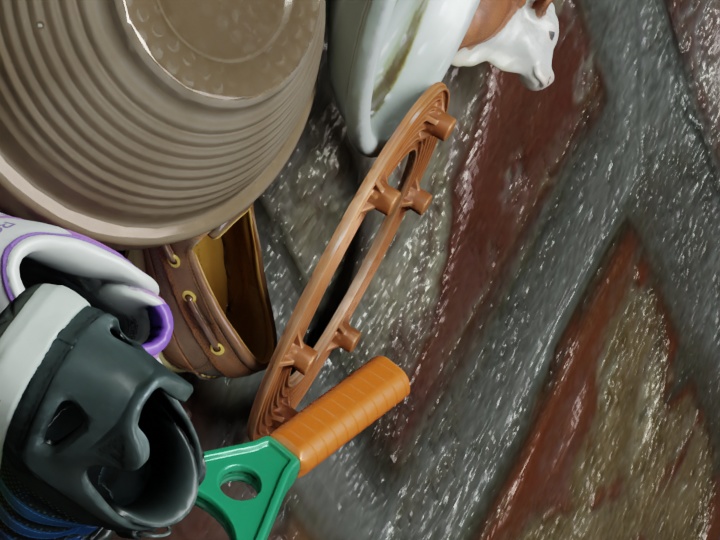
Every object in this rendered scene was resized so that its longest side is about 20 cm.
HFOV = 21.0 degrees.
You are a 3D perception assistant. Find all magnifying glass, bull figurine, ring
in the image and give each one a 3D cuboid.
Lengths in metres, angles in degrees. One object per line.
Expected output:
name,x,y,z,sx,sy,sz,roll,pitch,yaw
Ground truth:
magnifying glass,-0.049,0.095,0.871,0.199,0.079,0.023,-35,151,-37
bull figurine,0.040,-0.159,1.030,0.122,0.065,0.201,-51,133,-27
ring,0.000,0.000,0.965,0.202,0.019,0.201,-60,174,-11

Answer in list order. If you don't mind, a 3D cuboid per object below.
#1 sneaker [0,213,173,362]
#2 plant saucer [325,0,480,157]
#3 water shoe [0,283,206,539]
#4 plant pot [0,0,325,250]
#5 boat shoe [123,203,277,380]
sneaker,-0.112,0.038,0.814,0.200,0.113,0.073,43,62,-53
plant saucer,0.024,-0.154,0.897,0.201,0.050,0.201,90,26,-67
water shoe,-0.100,0.080,0.724,0.072,0.078,0.200,-55,168,-22
plant pot,-0.080,-0.111,0.785,0.199,0.092,0.203,3,86,-40
boat shoe,-0.076,-0.041,0.886,0.072,0.067,0.202,-38,128,-45
